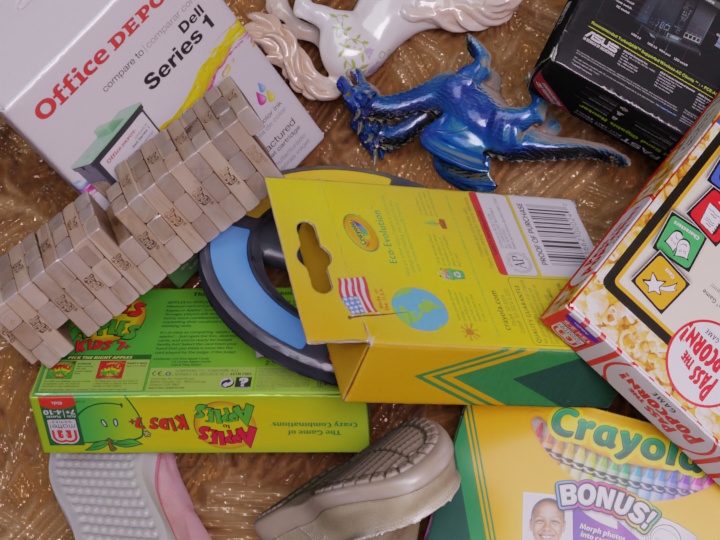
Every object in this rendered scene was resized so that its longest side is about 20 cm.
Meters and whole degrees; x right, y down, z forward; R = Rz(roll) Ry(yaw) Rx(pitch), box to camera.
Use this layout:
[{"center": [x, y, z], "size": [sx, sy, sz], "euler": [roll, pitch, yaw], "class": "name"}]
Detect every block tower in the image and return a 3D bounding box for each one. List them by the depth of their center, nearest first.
[{"center": [-0.134, -0.026, 0.843], "size": [0.199, 0.058, 0.054], "euler": [-39, 34, 2], "class": "block tower"}]

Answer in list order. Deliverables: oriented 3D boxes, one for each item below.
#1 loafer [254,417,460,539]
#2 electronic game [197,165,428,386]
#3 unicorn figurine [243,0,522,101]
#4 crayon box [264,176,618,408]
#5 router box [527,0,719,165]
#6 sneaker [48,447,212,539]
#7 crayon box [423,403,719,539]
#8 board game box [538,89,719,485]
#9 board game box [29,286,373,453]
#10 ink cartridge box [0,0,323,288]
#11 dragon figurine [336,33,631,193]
[{"center": [0.006, 0.138, 0.798], "size": [0.075, 0.200, 0.069], "euler": [-34, 89, -29], "class": "loafer"}, {"center": [0.000, 0.000, 0.862], "size": [0.197, 0.042, 0.201], "euler": [9, 38, -7], "class": "electronic game"}, {"center": [0.023, -0.189, 0.968], "size": [0.200, 0.074, 0.138], "euler": [-43, 74, 12], "class": "unicorn figurine"}, {"center": [0.044, 0.012, 0.797], "size": [0.197, 0.051, 0.128], "euler": [4, 44, -22], "class": "crayon box"}, {"center": [0.218, -0.133, 0.850], "size": [0.198, 0.062, 0.151], "euler": [29, 78, -2], "class": "router box"}, {"center": [-0.133, 0.159, 0.879], "size": [0.075, 0.105, 0.201], "euler": [-28, 36, 0], "class": "sneaker"}, {"center": [0.143, 0.146, 0.808], "size": [0.197, 0.058, 0.120], "euler": [13, 74, 20], "class": "crayon box"}, {"center": [0.215, -0.001, 0.765], "size": [0.151, 0.046, 0.200], "euler": [42, 74, -2], "class": "board game box"}, {"center": [-0.090, 0.059, 0.870], "size": [0.197, 0.048, 0.102], "euler": [-1, 37, 5], "class": "board game box"}, {"center": [-0.135, -0.108, 0.896], "size": [0.145, 0.200, 0.084], "euler": [-46, 49, -5], "class": "ink cartridge box"}, {"center": [0.076, -0.082, 0.913], "size": [0.199, 0.059, 0.100], "euler": [37, 83, 25], "class": "dragon figurine"}]
